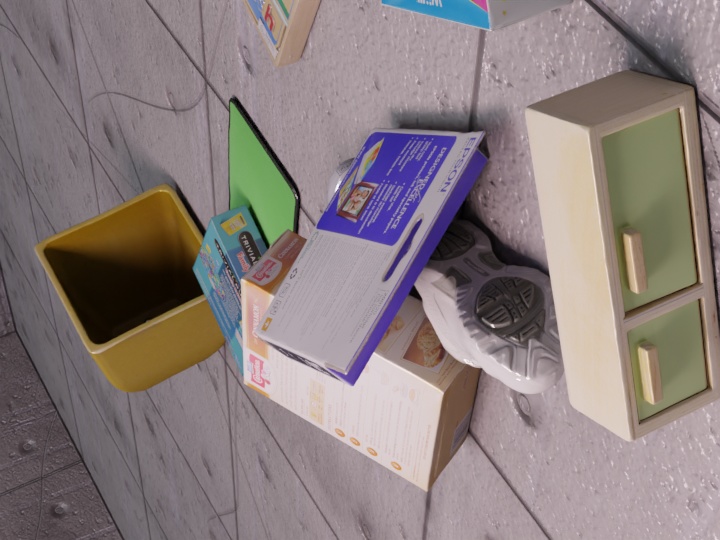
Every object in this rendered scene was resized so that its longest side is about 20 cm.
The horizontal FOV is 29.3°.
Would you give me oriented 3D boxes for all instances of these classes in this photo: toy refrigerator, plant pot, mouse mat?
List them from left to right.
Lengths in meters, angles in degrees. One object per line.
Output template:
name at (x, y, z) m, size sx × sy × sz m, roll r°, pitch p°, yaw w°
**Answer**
plant pot at (-0.283, 0.048, 1.811) m, size 0.194 × 0.195 × 0.200 m, roll 55°, pitch 164°, yaw 31°
mouse mat at (-0.108, -0.072, 1.506) m, size 0.161 × 0.008 × 0.200 m, roll 56°, pitch 157°, yaw 30°
toy refrigerator at (0.160, -0.007, 0.811) m, size 0.070 × 0.076 × 0.200 m, roll 32°, pitch 138°, yaw 57°

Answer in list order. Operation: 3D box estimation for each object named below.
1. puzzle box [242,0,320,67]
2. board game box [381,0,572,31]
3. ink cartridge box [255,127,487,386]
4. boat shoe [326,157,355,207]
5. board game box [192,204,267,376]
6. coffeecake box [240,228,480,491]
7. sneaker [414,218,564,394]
puzzle box at (-0.095, -0.297, 1.226) m, size 0.200 × 0.025 × 0.133 m, roll 63°, pitch 158°, yaw 15°
board game box at (0.052, -0.260, 0.847) m, size 0.148 × 0.064 × 0.200 m, roll 31°, pitch 139°, yaw 59°
ink cartridge box at (0.014, -0.013, 1.028) m, size 0.043 × 0.198 × 0.200 m, roll 33°, pitch 173°, yaw -22°
boat shoe at (0.000, 0.000, 1.210) m, size 0.067 × 0.073 × 0.200 m, roll -127°, pitch 26°, yaw -46°
board game box at (-0.134, 0.028, 1.600) m, size 0.151 × 0.047 × 0.200 m, roll 64°, pitch 161°, yaw 9°
coffeecake box at (-0.002, 0.078, 1.184) m, size 0.200 × 0.073 × 0.154 m, roll 28°, pitch 144°, yaw 18°
sneaker at (0.100, 0.041, 1.028) m, size 0.200 × 0.078 × 0.100 m, roll -125°, pitch 16°, yaw -54°
